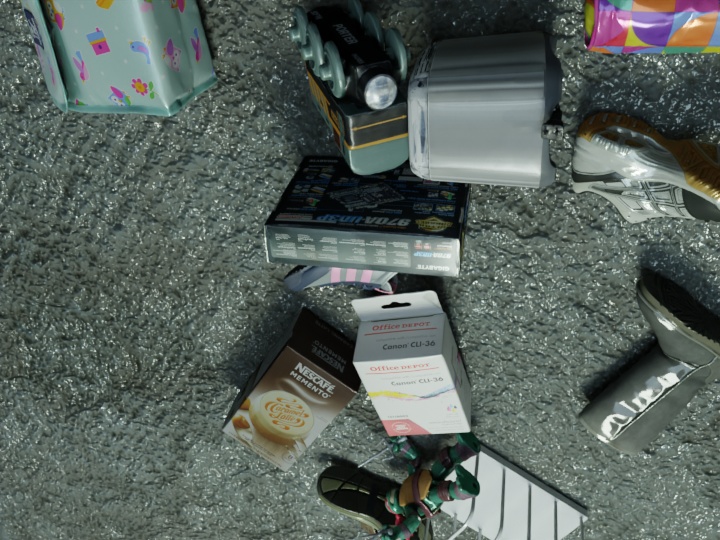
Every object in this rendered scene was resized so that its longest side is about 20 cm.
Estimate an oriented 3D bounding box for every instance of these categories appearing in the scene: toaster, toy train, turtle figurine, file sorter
[{"bbox_3d":[0.113,-0.144,0.626,0.125,0.201,0.116,1,121,12],"label":"toaster"},{"bbox_3d":[-0.011,-0.177,0.650,0.083,0.201,0.116,-15,128,-12],"label":"toy train"},{"bbox_3d":[0.078,0.296,0.960,0.099,0.153,0.199,26,132,-36],"label":"turtle figurine"},{"bbox_3d":[0.201,0.374,0.977,0.197,0.126,0.140,31,125,-7],"label":"file sorter"}]

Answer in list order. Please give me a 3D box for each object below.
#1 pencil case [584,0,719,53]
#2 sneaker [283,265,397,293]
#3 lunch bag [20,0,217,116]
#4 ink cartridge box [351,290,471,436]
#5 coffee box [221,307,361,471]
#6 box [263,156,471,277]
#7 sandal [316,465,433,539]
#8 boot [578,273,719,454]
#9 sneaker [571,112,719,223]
[{"bbox_3d":[0.294,-0.231,0.600,0.194,0.089,0.090,3,123,10],"label":"pencil case"},{"bbox_3d":[0.000,0.000,0.819,0.196,0.070,0.084,-22,103,27],"label":"sneaker"},{"bbox_3d":[-0.266,-0.254,0.704,0.195,0.123,0.174,7,126,20],"label":"lunch bag"},{"bbox_3d":[0.062,0.120,0.861,0.113,0.069,0.203,-8,132,19],"label":"ink cartridge box"},{"bbox_3d":[-0.091,0.165,0.945,0.113,0.080,0.201,33,124,-8],"label":"coffee box"},{"bbox_3d":[0.014,-0.063,0.727,0.194,0.160,0.047,4,125,11],"label":"box"},{"bbox_3d":[0.023,0.360,1.052,0.198,0.081,0.058,30,142,2],"label":"sandal"},{"bbox_3d":[0.332,0.119,0.824,0.180,0.073,0.200,37,130,-8],"label":"boot"},{"bbox_3d":[0.301,-0.081,0.682,0.198,0.075,0.089,31,140,26],"label":"sneaker"}]
